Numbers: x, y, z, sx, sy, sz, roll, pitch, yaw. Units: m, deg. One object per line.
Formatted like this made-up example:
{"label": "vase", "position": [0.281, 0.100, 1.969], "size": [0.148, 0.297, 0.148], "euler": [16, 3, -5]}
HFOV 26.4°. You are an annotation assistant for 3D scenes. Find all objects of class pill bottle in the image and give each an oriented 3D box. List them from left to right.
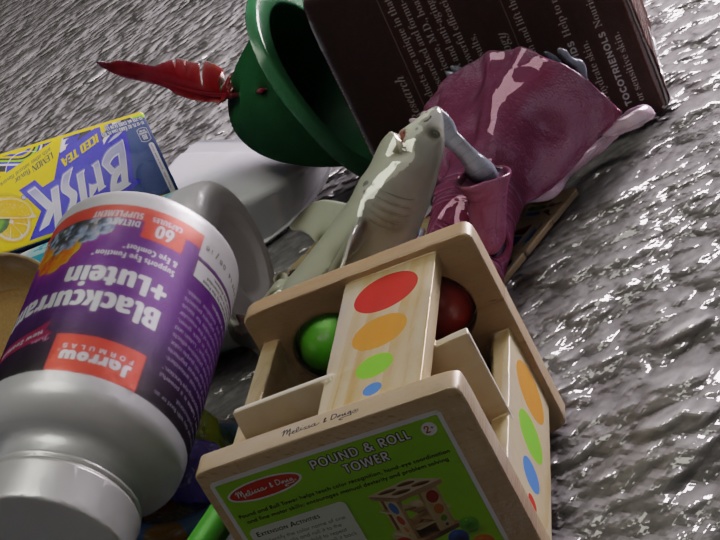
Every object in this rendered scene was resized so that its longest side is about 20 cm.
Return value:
{"label": "pill bottle", "position": [-0.138, 0.063, 0.817], "size": [0.111, 0.111, 0.200], "euler": [-15, 41, 27]}
{"label": "pill bottle", "position": [-0.164, 0.023, 1.022], "size": [0.200, 0.111, 0.111], "euler": [-20, 27, 17]}

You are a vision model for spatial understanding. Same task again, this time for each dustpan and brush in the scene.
{"label": "dustpan and brush", "position": [-0.115, -0.028, 1.147], "size": [0.139, 0.057, 0.200], "euler": [3, 32, 29]}

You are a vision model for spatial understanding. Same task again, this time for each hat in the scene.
{"label": "hat", "position": [-0.087, -0.101, 1.145], "size": [0.176, 0.166, 0.200], "euler": [-34, 32, 23]}

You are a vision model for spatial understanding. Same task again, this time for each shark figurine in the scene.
{"label": "shark figurine", "position": [-0.013, 0.019, 0.867], "size": [0.214, 0.089, 0.128], "euler": [-42, 23, 37]}

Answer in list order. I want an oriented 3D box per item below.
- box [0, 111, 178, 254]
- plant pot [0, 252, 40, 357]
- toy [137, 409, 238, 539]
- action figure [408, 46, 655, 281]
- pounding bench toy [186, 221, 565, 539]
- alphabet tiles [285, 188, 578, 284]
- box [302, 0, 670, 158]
{"label": "box", "position": [-0.232, -0.045, 1.072], "size": [0.200, 0.070, 0.064], "euler": [-23, -6, -35]}
{"label": "plant pot", "position": [-0.238, 0.087, 0.948], "size": [0.200, 0.027, 0.200], "euler": [-17, 60, 31]}
{"label": "toy", "position": [-0.116, 0.112, 0.882], "size": [0.200, 0.047, 0.115], "euler": [-4, 37, 42]}
{"label": "action figure", "position": [0.072, -0.037, 0.932], "size": [0.134, 0.149, 0.200], "euler": [-43, 25, 56]}
{"label": "pounding bench toy", "position": [-0.015, 0.088, 0.736], "size": [0.200, 0.124, 0.156], "euler": [-21, 27, 17]}
{"label": "alphabet tiles", "position": [0.040, -0.020, 1.014], "size": [0.200, 0.006, 0.166], "euler": [0, 38, 45]}
{"label": "box", "position": [0.088, -0.177, 1.061], "size": [0.200, 0.164, 0.166], "euler": [-20, 25, 16]}
